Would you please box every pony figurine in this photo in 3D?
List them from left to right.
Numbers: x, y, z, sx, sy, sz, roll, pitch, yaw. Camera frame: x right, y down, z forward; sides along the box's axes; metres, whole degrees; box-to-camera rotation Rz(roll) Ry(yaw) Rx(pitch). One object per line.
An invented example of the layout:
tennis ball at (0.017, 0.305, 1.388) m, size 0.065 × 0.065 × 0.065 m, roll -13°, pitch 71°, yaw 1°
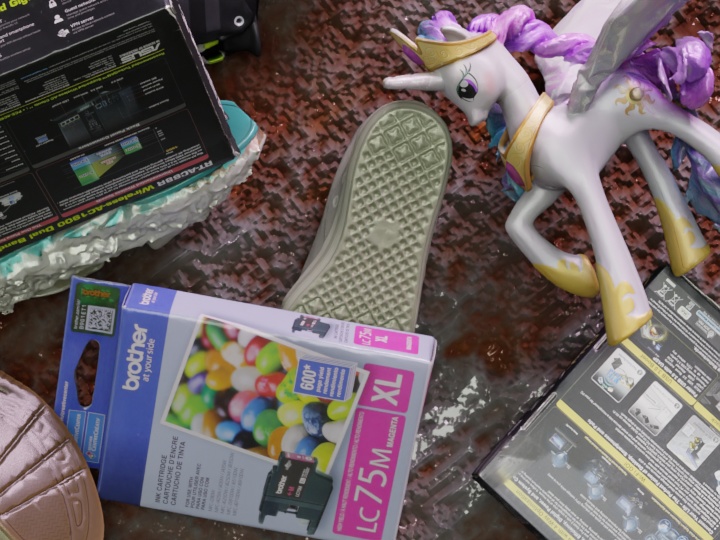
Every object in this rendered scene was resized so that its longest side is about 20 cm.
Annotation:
pony figurine at (0.133, -0.090, 1.180) m, size 0.193 × 0.167 × 0.200 m, roll -37°, pitch 93°, yaw -12°

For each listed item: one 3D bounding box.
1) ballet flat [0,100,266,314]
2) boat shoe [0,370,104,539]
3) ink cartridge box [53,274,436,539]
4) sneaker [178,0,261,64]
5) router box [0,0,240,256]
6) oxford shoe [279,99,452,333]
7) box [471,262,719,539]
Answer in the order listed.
ballet flat at (-0.142, -0.030, 1.223) m, size 0.200 × 0.072 × 0.072 m, roll -24°, pitch 86°, yaw -2°
boat shoe at (-0.217, 0.090, 1.210) m, size 0.200 × 0.065 × 0.072 m, roll 48°, pitch 49°, yaw 3°
ink cartridge box at (-0.068, 0.077, 1.204) m, size 0.200 × 0.042 × 0.119 m, roll 11°, pitch 112°, yaw 1°
sneaker at (-0.094, -0.138, 1.227) m, size 0.083 × 0.072 × 0.200 m, roll 39°, pitch 85°, yaw 0°
router box at (-0.175, -0.079, 1.130) m, size 0.200 × 0.150 × 0.062 m, roll -22°, pitch 61°, yaw -2°
oxford shoe at (0.000, 0.000, 1.230) m, size 0.075 × 0.058 × 0.200 m, roll 18°, pitch 100°, yaw -9°
box at (0.188, 0.121, 1.227) m, size 0.200 × 0.049 × 0.161 m, roll 42°, pitch 83°, yaw 2°
